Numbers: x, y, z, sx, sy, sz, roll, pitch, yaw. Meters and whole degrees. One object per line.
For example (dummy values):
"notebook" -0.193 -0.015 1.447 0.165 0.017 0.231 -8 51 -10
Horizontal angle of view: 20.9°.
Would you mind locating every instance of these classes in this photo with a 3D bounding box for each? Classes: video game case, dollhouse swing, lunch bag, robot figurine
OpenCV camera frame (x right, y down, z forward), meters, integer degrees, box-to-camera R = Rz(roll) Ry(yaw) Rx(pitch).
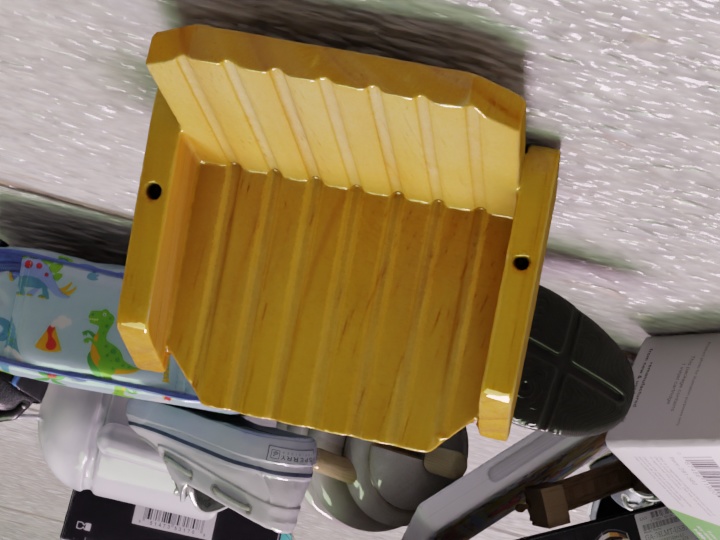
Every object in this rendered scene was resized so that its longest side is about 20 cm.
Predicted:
"video game case" 0.109 0.133 1.288 0.181 0.023 0.200 -31 168 -12
"dollhouse swing" -0.017 -0.007 0.915 0.198 0.184 0.176 11 -177 6
"lunch bag" -0.155 0.041 1.262 0.198 0.083 0.161 11 173 4
"robot figurine" -0.160 0.123 1.494 0.198 0.114 0.170 13 -178 -4

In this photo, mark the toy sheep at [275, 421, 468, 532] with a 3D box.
"toy sheep" 0.005 0.115 1.327 0.137 0.139 0.200 24 177 -33

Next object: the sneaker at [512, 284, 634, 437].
"sneaker" 0.056 0.040 1.116 0.199 0.076 0.115 21 172 0

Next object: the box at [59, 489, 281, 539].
"box" -0.172 0.239 1.862 0.195 0.118 0.200 13 162 -1

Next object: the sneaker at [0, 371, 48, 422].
"sneaker" -0.315 0.051 1.381 0.198 0.113 0.073 12 162 3

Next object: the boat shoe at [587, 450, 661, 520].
"boat shoe" 0.211 0.150 1.400 0.072 0.062 0.200 15 163 -9

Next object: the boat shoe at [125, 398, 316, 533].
"boat shoe" -0.102 0.126 1.288 0.073 0.067 0.199 10 180 -31

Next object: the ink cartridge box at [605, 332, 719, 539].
"ink cartridge box" 0.267 0.105 1.132 0.199 0.085 0.146 -6 139 46

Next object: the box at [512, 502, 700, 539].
"box" 0.089 0.201 1.255 0.197 0.050 0.200 -7 167 -30

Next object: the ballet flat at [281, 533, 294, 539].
"ballet flat" -0.157 0.251 2.009 0.198 0.072 0.072 14 163 2

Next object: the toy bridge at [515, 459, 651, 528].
"toy bridge" 0.193 0.132 1.273 0.198 0.027 0.067 -12 179 -15
